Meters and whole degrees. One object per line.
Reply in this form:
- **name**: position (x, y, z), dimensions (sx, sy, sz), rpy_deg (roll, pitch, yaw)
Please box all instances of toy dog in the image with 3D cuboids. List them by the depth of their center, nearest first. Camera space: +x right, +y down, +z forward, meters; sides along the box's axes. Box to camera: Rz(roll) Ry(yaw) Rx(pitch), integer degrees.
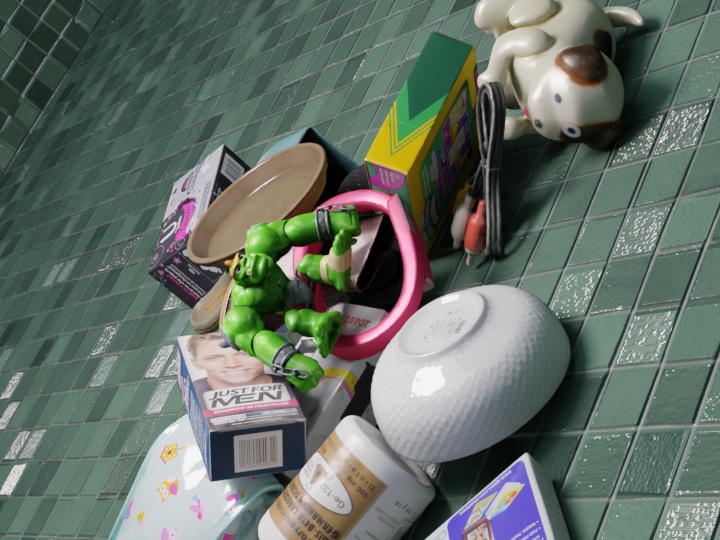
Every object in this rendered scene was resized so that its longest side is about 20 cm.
- **toy dog**: position (0.219, -0.203, 1.600), dimensions (0.191, 0.141, 0.201), rpy_deg (-9, 31, 2)

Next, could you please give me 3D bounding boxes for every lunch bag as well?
- **lunch bag**: position (-0.160, 0.260, 1.559), dimensions (0.202, 0.121, 0.170), rpy_deg (-61, 39, 11)

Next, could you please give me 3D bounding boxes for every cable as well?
- **cable**: position (0.125, -0.095, 1.579), dimensions (0.050, 0.202, 0.098), rpy_deg (-6, 40, -8)

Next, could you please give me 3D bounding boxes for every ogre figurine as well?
- **ogre figurine**: position (-0.074, 0.022, 1.521), dimensions (0.118, 0.098, 0.203), rpy_deg (5, 81, 17)

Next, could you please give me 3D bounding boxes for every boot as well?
- **boot**: position (-0.060, 0.014, 1.642), dimensions (0.165, 0.072, 0.201), rpy_deg (4, 58, 49)

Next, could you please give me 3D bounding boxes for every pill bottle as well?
- **pill bottle**: position (-0.031, 0.247, 1.422), dimensions (0.201, 0.114, 0.114), rpy_deg (-51, 25, 3)

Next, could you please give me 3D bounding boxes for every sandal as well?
- **sandal**: position (-0.141, -0.009, 1.775), dimensions (0.200, 0.054, 0.081), rpy_deg (-46, 25, 13)
- **sandal**: position (0.016, -0.048, 1.809), dimensions (0.074, 0.045, 0.202), rpy_deg (-17, 51, 15)

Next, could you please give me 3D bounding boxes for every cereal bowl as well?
- **cereal bowl**: position (0.092, 0.080, 1.408), dimensions (0.198, 0.084, 0.201), rpy_deg (-27, 24, 13)

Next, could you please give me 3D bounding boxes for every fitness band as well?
- **fitness band**: position (0.000, 0.000, 1.565), dimensions (0.143, 0.037, 0.202), rpy_deg (-29, 49, 17)

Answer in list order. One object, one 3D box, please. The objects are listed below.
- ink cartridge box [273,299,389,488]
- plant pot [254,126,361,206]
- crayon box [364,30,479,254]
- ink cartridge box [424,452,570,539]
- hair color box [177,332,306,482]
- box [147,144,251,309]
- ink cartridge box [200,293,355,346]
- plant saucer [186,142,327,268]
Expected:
- **ink cartridge box**: position (-0.030, 0.138, 1.602), dimensions (0.201, 0.083, 0.145), rpy_deg (-58, 25, -12)
- **plant pot**: position (-0.089, -0.075, 1.932), dimensions (0.142, 0.141, 0.199), rpy_deg (-59, 21, -17)
- **crayon box**: position (0.074, -0.133, 1.672), dimensions (0.058, 0.201, 0.174), rpy_deg (22, 68, 18)
- **ink cartridge box**: position (0.095, 0.279, 1.244), dimensions (0.198, 0.043, 0.201), rpy_deg (-43, 24, 19)
- **hair color box**: position (-0.125, 0.132, 1.539), dimensions (0.200, 0.099, 0.061), rpy_deg (-124, 31, -61)
- **box**: position (-0.198, -0.050, 2.084), dimensions (0.114, 0.132, 0.201), rpy_deg (-34, 30, 30)
- **ink cartridge box**: position (-0.110, 0.055, 1.827), dimensions (0.199, 0.104, 0.060), rpy_deg (-26, 34, 44)
- **plant saucer**: position (-0.114, -0.070, 1.734), dimensions (0.199, 0.030, 0.201), rpy_deg (-32, 24, 16)
